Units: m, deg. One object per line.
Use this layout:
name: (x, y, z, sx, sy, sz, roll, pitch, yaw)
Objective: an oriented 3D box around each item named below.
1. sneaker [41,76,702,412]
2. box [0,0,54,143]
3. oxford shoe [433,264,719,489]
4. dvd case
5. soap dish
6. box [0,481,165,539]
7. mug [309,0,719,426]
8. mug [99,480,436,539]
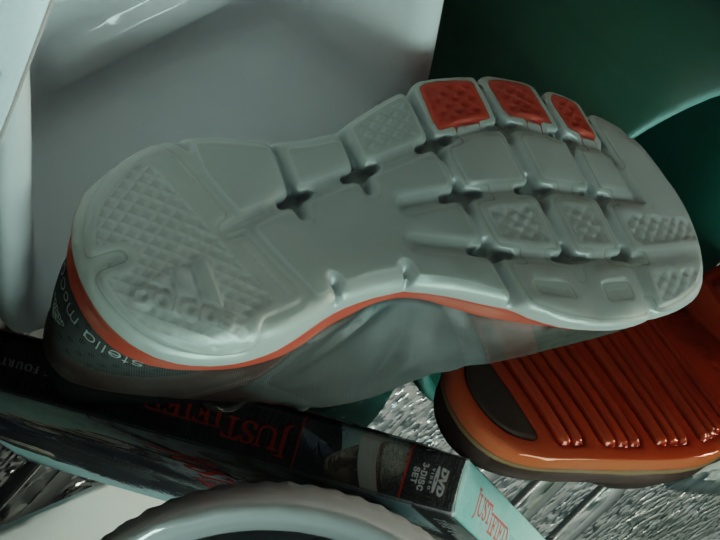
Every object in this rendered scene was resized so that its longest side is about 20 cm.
sneaker: (0.000, 0.000, 0.746, 0.199, 0.077, 0.082, -3, 153, -31)
box: (-0.129, -0.080, 0.507, 0.155, 0.041, 0.200, 12, 120, -22)
oxford shoe: (0.079, 0.047, 0.860, 0.073, 0.071, 0.200, -44, 157, 30)
dvd case: (-0.044, 0.059, 0.862, 0.146, 0.199, 0.022, 50, 55, -67)
soap dish: (-0.052, -0.085, 0.700, 0.157, 0.081, 0.200, -29, 155, -20)
box: (-0.068, 0.176, 0.982, 0.152, 0.200, 0.106, -23, 172, -30)
mug: (0.037, -0.041, 0.867, 0.185, 0.115, 0.152, -23, 153, -29)
mug: (-0.001, 0.140, 0.760, 0.175, 0.199, 0.148, 103, 5, -89)
